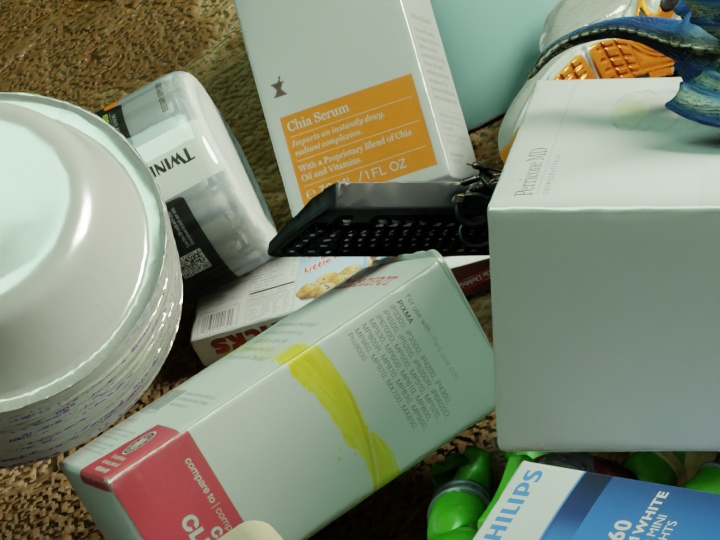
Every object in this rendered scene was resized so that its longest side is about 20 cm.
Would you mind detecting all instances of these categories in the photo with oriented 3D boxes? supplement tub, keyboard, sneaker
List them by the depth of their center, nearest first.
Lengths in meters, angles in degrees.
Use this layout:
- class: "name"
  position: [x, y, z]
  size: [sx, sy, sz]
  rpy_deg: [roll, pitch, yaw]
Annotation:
- class: "keyboard"
  position: [0.059, -0.018, 1.359]
  size: [0.199, 0.104, 0.040]
  rpy_deg: [-2, 65, -29]
- class: "supplement tub"
  position: [-0.158, -0.018, 1.505]
  size: [0.199, 0.123, 0.123]
  rpy_deg: [-28, 35, 5]
- class: "sneaker"
  position: [0.131, -0.116, 1.525]
  size: [0.092, 0.076, 0.200]
  rpy_deg: [1, 36, 46]

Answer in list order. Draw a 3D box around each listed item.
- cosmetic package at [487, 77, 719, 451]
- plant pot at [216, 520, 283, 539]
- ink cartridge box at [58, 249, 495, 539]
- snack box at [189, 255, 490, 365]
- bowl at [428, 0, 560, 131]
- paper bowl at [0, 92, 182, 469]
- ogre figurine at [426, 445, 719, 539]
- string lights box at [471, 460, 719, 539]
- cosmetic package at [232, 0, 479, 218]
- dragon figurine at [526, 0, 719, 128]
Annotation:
- class: "cosmetic package"
  position: [0.169, -0.009, 1.218]
  size: [0.198, 0.124, 0.200]
  rpy_deg: [-2, 20, 11]
- class: "plant pot"
  position: [-0.045, 0.243, 1.013]
  size: [0.199, 0.201, 0.177]
  rpy_deg: [-34, 13, -13]
- class: "ink cartridge box"
  position: [-0.038, 0.080, 1.316]
  size: [0.199, 0.084, 0.145]
  rpy_deg: [-34, 7, -13]
- class: "snack box"
  position: [0.000, 0.000, 1.496]
  size: [0.199, 0.024, 0.072]
  rpy_deg: [-16, 35, 18]
- class: "bowl"
  position: [0.036, -0.179, 1.630]
  size: [0.200, 0.105, 0.201]
  rpy_deg: [-19, 35, 14]
- class: "paper bowl"
  position: [-0.196, -0.006, 1.363]
  size: [0.199, 0.105, 0.202]
  rpy_deg: [-2, 59, 4]
- class: "ogre figurine"
  position: [0.097, 0.117, 1.221]
  size: [0.199, 0.099, 0.120]
  rpy_deg: [12, 37, 28]
- class: "string lights box"
  position: [0.148, 0.143, 1.045]
  size: [0.199, 0.103, 0.059]
  rpy_deg: [7, 48, 39]
- class: "cosmetic package"
  position: [-0.010, -0.133, 1.524]
  size: [0.101, 0.201, 0.071]
  rpy_deg: [-18, -7, 16]
- class: "dragon figurine"
  position: [0.170, -0.096, 1.175]
  size: [0.199, 0.059, 0.099]
  rpy_deg: [9, 13, 10]
